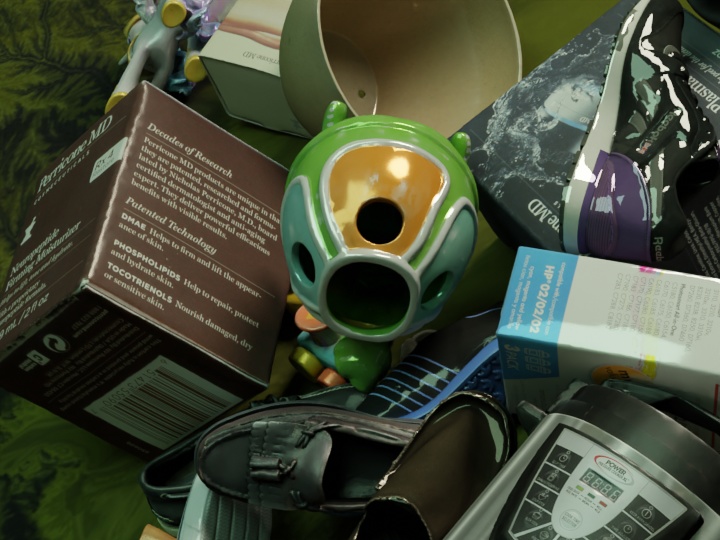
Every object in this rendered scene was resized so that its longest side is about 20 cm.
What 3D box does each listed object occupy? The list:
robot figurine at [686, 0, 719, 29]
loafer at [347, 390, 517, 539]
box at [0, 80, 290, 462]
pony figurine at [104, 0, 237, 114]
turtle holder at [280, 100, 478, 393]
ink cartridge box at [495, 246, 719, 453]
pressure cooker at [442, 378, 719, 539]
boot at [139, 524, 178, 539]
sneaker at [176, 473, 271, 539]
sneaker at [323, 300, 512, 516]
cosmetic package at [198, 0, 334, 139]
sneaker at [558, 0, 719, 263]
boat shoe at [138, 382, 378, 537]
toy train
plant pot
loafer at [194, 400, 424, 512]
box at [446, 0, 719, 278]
[{"bbox_3d":[0.301,-0.213,1.247,0.125,0.200,0.151,27,98,40],"label":"robot figurine"},{"bbox_3d":[0.040,0.153,1.084,0.073,0.071,0.200,23,63,16],"label":"loafer"},{"bbox_3d":[-0.162,0.005,1.335,0.166,0.164,0.200,-35,35,42],"label":"box"},{"bbox_3d":[-0.172,-0.236,1.605,0.193,0.166,0.200,-56,21,20],"label":"pony figurine"},{"bbox_3d":[0.002,-0.012,1.216,0.186,0.141,0.132,-47,23,37],"label":"turtle holder"},{"bbox_3d":[0.192,0.056,1.104,0.199,0.115,0.068,10,63,15],"label":"ink cartridge box"},{"bbox_3d":[0.151,0.163,1.026,0.200,0.176,0.179,-47,15,-14],"label":"pressure cooker"},{"bbox_3d":[-0.052,0.213,1.146,0.200,0.068,0.189,20,76,16],"label":"boot"},{"bbox_3d":[-0.117,0.213,1.207,0.071,0.073,0.200,-9,58,40],"label":"sneaker"},{"bbox_3d":[0.043,0.096,1.240,0.200,0.070,0.078,-33,26,6],"label":"sneaker"},{"bbox_3d":[-0.041,-0.225,1.547,0.103,0.087,0.200,17,63,29],"label":"cosmetic package"},{"bbox_3d":[0.197,-0.089,1.140,0.087,0.076,0.200,11,63,20],"label":"sneaker"},{"bbox_3d":[-0.072,0.125,1.279,0.199,0.066,0.075,-23,43,13],"label":"boat shoe"},{"bbox_3d":[0.000,0.000,1.353,0.150,0.056,0.200,-21,44,16],"label":"toy train"},{"bbox_3d":[0.012,-0.166,1.416,0.134,0.200,0.201,-20,39,52],"label":"plant pot"},{"bbox_3d":[-0.011,0.127,1.165,0.199,0.072,0.063,2,6,-3],"label":"loafer"},{"bbox_3d":[0.198,-0.069,1.245,0.200,0.117,0.197,-39,43,-2],"label":"box"}]
